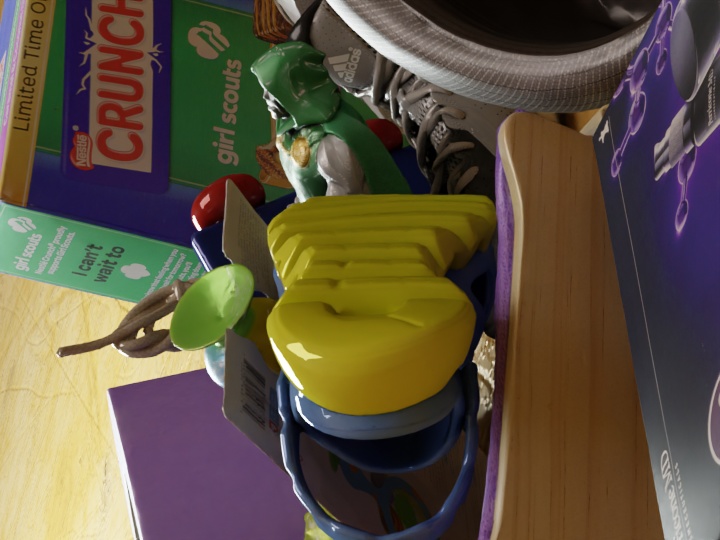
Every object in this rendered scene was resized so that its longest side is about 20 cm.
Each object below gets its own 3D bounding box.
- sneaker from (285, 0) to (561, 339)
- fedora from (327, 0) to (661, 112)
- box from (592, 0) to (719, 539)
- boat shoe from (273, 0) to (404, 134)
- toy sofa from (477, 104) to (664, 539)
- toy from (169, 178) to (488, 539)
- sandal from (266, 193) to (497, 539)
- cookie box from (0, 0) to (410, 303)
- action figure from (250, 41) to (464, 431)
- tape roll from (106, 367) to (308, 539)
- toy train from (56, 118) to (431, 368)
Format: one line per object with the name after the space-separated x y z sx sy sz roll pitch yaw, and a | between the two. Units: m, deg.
0.022 -0.060 1.126 0.075 0.115 0.200 118 159 -46 | sneaker
0.068 -0.146 0.936 0.090 0.200 0.177 -5 -56 -59 | fedora
0.133 -0.017 0.759 0.200 0.079 0.141 -95 20 -49 | box
-0.016 -0.132 1.221 0.072 0.071 0.200 -45 -35 -13 | boat shoe
0.072 0.052 0.884 0.083 0.097 0.200 127 151 -58 | toy sofa
-0.005 0.072 0.987 0.047 0.200 0.115 -24 40 19 | toy
0.006 0.028 0.902 0.200 0.079 0.087 -67 -26 -70 | sandal
-0.079 -0.066 1.343 0.075 0.200 0.171 124 154 -55 | cookie box
0.000 0.000 1.095 0.118 0.055 0.200 37 148 64 | action figure
-0.042 0.136 1.118 0.200 0.085 0.200 168 90 -83 | tape roll
-0.050 0.020 1.208 0.085 0.200 0.116 58 157 21 | toy train
